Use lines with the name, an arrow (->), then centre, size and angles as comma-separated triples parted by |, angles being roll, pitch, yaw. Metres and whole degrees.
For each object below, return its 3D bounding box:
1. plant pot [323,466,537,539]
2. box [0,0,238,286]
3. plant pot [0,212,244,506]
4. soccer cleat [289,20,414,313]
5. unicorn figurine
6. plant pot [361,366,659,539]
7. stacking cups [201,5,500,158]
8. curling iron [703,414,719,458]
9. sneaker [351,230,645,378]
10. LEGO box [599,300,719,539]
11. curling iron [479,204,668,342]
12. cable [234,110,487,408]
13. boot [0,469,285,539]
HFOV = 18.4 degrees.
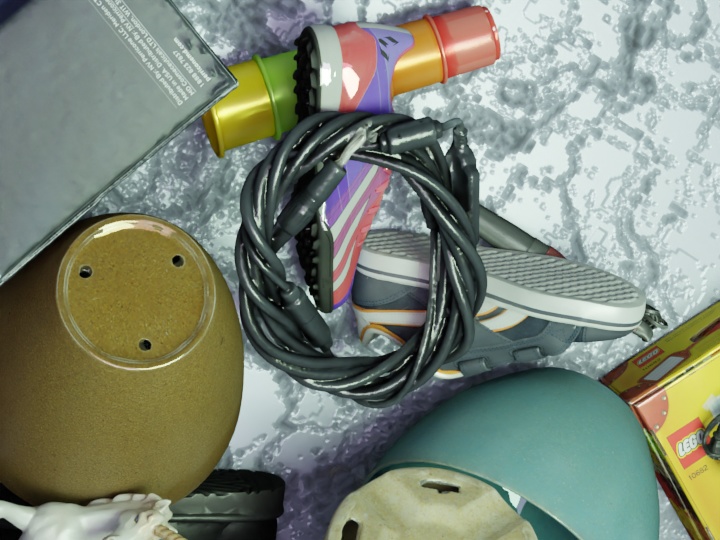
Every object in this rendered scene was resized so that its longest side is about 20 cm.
plant pot -> 0.033, 0.228, 1.378 | 0.198, 0.202, 0.184 | 2, 135, -11
box -> -0.195, -0.105, 1.343 | 0.198, 0.200, 0.123 | -41, 105, -1
plant pot -> -0.147, 0.040, 1.348 | 0.184, 0.200, 0.188 | 4, 71, -11
soccer cleat -> -0.004, -0.063, 1.417 | 0.072, 0.068, 0.202 | -7, 120, -15
unicorn figurine -> -0.193, 0.180, 1.361 | 0.136, 0.200, 0.074 | -10, 71, -25
plant pot -> 0.117, 0.144, 1.470 | 0.200, 0.200, 0.135 | 45, 57, -15
stacking cups -> -0.008, -0.132, 1.450 | 0.198, 0.060, 0.061 | -19, 103, -10
curling iron -> 0.273, 0.179, 1.488 | 0.049, 0.026, 0.202 | -19, 106, -3
sneaker -> 0.089, 0.030, 1.463 | 0.198, 0.078, 0.080 | 12, 110, 20
LEGO box -> 0.290, 0.090, 1.531 | 0.199, 0.077, 0.150 | -32, 104, -3
curling iron -> 0.120, -0.007, 1.503 | 0.199, 0.050, 0.026 | 30, 93, -9
cable -> 0.000, 0.000, 1.381 | 0.162, 0.051, 0.202 | -10, 117, -23
boot -> -0.146, 0.216, 1.474 | 0.209, 0.079, 0.160 | 2, 100, -11
